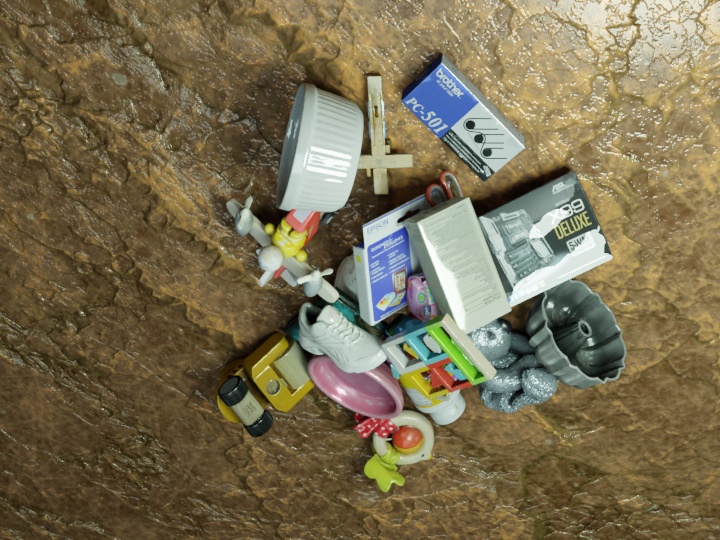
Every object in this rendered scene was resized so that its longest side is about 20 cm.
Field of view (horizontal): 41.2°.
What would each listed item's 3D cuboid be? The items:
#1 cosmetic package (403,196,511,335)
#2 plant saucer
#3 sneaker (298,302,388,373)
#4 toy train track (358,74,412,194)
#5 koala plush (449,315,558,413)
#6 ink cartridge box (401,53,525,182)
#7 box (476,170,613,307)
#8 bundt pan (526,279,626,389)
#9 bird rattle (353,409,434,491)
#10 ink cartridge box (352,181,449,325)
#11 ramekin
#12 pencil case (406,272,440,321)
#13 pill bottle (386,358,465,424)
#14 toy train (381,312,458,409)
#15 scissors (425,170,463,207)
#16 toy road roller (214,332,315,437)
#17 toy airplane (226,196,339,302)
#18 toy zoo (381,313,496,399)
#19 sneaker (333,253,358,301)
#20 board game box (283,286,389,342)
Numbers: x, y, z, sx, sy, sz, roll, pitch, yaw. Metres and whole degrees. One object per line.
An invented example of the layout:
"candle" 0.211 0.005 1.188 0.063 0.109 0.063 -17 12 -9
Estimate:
"cosmetic package" 0.158 -0.007 1.560 0.104 0.071 0.203 -23 100 -14
"plant saucer" -0.004 0.207 1.822 0.197 0.051 0.202 22 149 13
"sneaker" -0.039 0.112 1.690 0.197 0.078 0.101 15 137 32
"toy train track" 0.030 -0.227 1.596 0.112 0.033 0.204 0 117 8
"koala plush" 0.236 0.143 1.739 0.199 0.179 0.183 37 133 -21
"ink cartridge box" 0.167 -0.245 1.552 0.199 0.045 0.094 42 119 -19
"box" 0.297 -0.051 1.596 0.197 0.050 0.160 -25 92 7
"bundt pan" 0.371 0.119 1.687 0.200 0.204 0.076 34 135 -15
"bird rattle" 0.070 0.336 1.963 0.159 0.113 0.204 -8 111 0
"ink cartridge box" 0.074 -0.035 1.638 0.047 0.196 0.203 30 137 43
"ramekin" -0.065 -0.189 1.540 0.103 0.202 0.203 11 127 -12
"pencil case" 0.172 0.019 1.652 0.197 0.087 0.089 -20 128 -22
"pill bottle" 0.126 0.198 1.829 0.103 0.105 0.202 -21 120 22
"toy train" 0.127 0.165 1.686 0.084 0.116 0.201 -40 93 -11
"scissors" 0.168 -0.067 1.609 0.014 0.073 0.203 -13 106 57
"toy road roller" -0.200 0.214 1.903 0.199 0.146 0.124 -41 116 -10
"toy airplane" -0.140 -0.036 1.685 0.197 0.141 0.203 1 116 30
"toy zoo" 0.118 0.150 1.597 0.132 0.021 0.199 48 142 -11
"sneaker" 0.000 0.000 1.713 0.074 0.100 0.201 32 122 -1
"board game box" -0.044 0.110 1.799 0.134 0.028 0.199 35 145 -15
